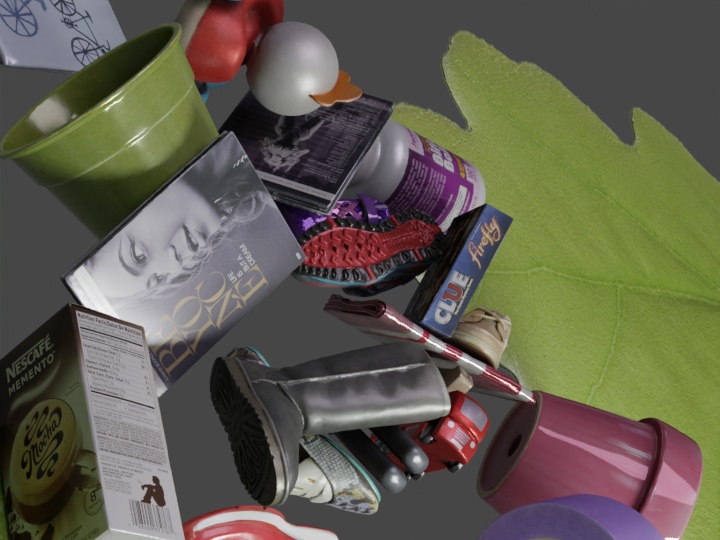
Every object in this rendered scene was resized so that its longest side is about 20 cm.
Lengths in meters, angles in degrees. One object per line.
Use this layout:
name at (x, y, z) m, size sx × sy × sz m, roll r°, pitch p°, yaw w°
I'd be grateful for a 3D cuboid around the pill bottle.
pill bottle at (0.038, -0.105, 1.958) m, size 0.200 × 0.112 × 0.113 m, roll 24°, pitch 40°, yaw -40°

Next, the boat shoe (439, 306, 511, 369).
boat shoe at (0.126, 0.068, 1.856) m, size 0.072 × 0.065 × 0.200 m, roll 29°, pitch -3°, yaw 7°

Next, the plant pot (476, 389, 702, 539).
plant pot at (0.229, 0.221, 1.822) m, size 0.179 × 0.200 × 0.200 m, roll 29°, pitch 34°, yaw -8°

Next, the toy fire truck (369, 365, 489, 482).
toy fire truck at (0.070, 0.139, 1.714) m, size 0.049 × 0.200 × 0.141 m, roll 44°, pitch 59°, yaw -14°

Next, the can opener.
can opener at (0.004, 0.149, 1.622) m, size 0.200 × 0.053 × 0.067 m, roll 41°, pitch -10°, yaw 52°

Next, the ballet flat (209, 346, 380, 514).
ballet flat at (-0.068, 0.162, 1.591) m, size 0.200 × 0.072 × 0.072 m, roll 49°, pitch 30°, yaw -5°

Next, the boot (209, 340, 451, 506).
boot at (-0.016, 0.128, 1.516) m, size 0.199 × 0.073 × 0.182 m, roll 4°, pitch 39°, yaw -25°

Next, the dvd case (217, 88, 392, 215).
dvd case at (-0.067, -0.138, 1.819) m, size 0.148 × 0.016 × 0.200 m, roll 18°, pitch 41°, yaw 11°

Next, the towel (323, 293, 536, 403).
towel at (0.071, 0.079, 1.784) m, size 0.200 × 0.144 × 0.023 m, roll 30°, pitch 81°, yaw -23°

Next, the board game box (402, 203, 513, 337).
board game box at (0.096, 0.004, 1.809) m, size 0.035 × 0.136 × 0.200 m, roll 28°, pitch -5°, yaw -4°

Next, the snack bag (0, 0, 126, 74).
snack bag at (-0.317, -0.270, 1.729) m, size 0.200 × 0.021 × 0.189 m, roll -2°, pitch 60°, yaw -54°

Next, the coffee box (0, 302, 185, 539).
coffee box at (-0.214, 0.142, 1.345) m, size 0.080 × 0.113 × 0.200 m, roll 21°, pitch 42°, yaw -43°

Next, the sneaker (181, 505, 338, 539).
sneaker at (-0.073, 0.266, 1.447) m, size 0.200 × 0.078 × 0.116 m, roll 15°, pitch 46°, yaw -46°

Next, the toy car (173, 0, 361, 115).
toy car at (-0.087, -0.225, 1.782) m, size 0.200 × 0.185 × 0.177 m, roll 28°, pitch 32°, yaw 0°

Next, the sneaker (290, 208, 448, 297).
sneaker at (0.000, 0.000, 1.776) m, size 0.200 × 0.096 × 0.079 m, roll -7°, pitch 57°, yaw -42°

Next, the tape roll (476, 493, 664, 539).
tape roll at (0.200, 0.315, 1.651) m, size 0.085 × 0.200 × 0.200 m, roll 0°, pitch 58°, yaw -53°

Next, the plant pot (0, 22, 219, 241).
plant pot at (-0.194, -0.088, 1.572) m, size 0.190 × 0.200 × 0.200 m, roll 57°, pitch 27°, yaw -19°

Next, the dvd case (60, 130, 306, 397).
dvd case at (-0.149, -0.003, 1.516) m, size 0.200 × 0.016 × 0.149 m, roll -44°, pitch 124°, yaw -21°

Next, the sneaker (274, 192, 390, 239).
sneaker at (-0.018, -0.050, 1.847) m, size 0.200 × 0.088 × 0.081 m, roll 23°, pitch 42°, yaw -39°
